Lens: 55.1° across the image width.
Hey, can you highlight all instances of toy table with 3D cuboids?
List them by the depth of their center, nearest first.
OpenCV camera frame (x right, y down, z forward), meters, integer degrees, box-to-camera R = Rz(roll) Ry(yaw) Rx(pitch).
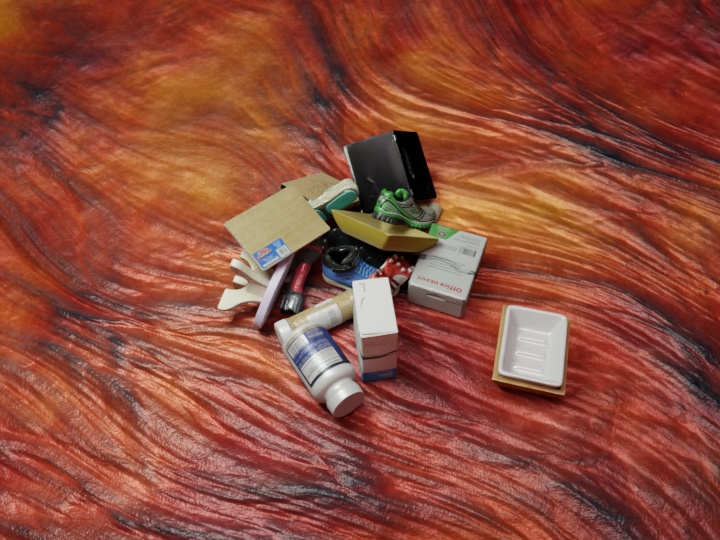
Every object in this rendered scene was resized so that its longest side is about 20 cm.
[{"bbox_3d":[-0.247,0.025,1.633,0.116,0.184,0.201,22,61,-1],"label":"toy table"}]

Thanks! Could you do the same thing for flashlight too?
[{"bbox_3d":[-0.138,0.009,1.664,0.067,0.068,0.201,13,72,11],"label":"flashlight"}]

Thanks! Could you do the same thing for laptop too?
[{"bbox_3d":[0.082,-0.258,1.809,0.199,0.115,0.189,-13,86,-54],"label":"laptop"}]

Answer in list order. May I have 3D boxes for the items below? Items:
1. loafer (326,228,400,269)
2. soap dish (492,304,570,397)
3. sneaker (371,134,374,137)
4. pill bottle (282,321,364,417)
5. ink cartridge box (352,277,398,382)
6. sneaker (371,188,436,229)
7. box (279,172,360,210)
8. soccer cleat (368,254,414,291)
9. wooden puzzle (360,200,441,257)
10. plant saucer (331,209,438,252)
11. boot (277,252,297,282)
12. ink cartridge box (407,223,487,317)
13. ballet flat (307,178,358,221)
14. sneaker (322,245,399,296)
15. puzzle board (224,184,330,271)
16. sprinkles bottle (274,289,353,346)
[{"bbox_3d":[0.012,-0.054,1.740,0.199,0.072,0.073,26,94,-1],"label":"loafer"},{"bbox_3d":[0.384,0.183,1.552,0.156,0.082,0.201,11,54,9],"label":"soap dish"},{"bbox_3d":[0.075,-0.289,1.906,0.200,0.146,0.081,37,95,-19],"label":"sneaker"},{"bbox_3d":[-0.078,0.219,1.516,0.111,0.111,0.200,-28,58,-18],"label":"pill bottle"},{"bbox_3d":[0.031,0.132,1.521,0.083,0.201,0.145,-7,54,-4],"label":"ink cartridge box"},{"bbox_3d":[0.120,-0.154,1.713,0.199,0.086,0.078,4,17,-44],"label":"sneaker"},{"bbox_3d":[-0.094,-0.205,1.819,0.163,0.021,0.200,30,29,19],"label":"box"},{"bbox_3d":[0.062,0.022,1.627,0.069,0.085,0.200,43,30,8],"label":"soccer cleat"},{"bbox_3d":[0.097,-0.133,1.815,0.199,0.037,0.186,17,56,13],"label":"wooden puzzle"},{"bbox_3d":[0.055,-0.090,1.660,0.199,0.049,0.199,26,17,40],"label":"plant saucer"},{"bbox_3d":[-0.156,-0.070,1.740,0.072,0.091,0.201,16,56,13],"label":"boot"},{"bbox_3d":[0.212,-0.001,1.688,0.146,0.083,0.201,18,56,13],"label":"ink cartridge box"},{"bbox_3d":[-0.092,-0.157,1.690,0.199,0.068,0.063,-29,49,8],"label":"ballet flat"},{"bbox_3d":[-0.001,0.001,1.673,0.198,0.112,0.077,18,56,13],"label":"sneaker"},{"bbox_3d":[-0.193,-0.101,1.612,0.199,0.017,0.151,-34,75,-25],"label":"puzzle board"},{"bbox_3d":[-0.100,0.115,1.619,0.199,0.068,0.068,-24,57,-16],"label":"sprinkles bottle"}]
